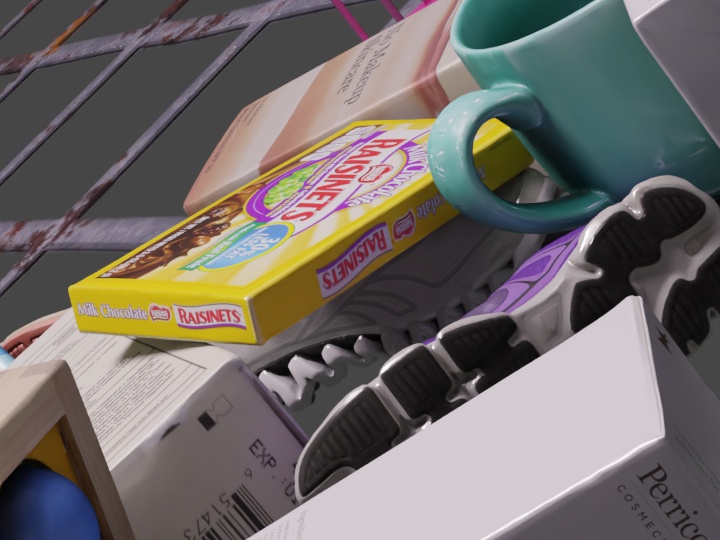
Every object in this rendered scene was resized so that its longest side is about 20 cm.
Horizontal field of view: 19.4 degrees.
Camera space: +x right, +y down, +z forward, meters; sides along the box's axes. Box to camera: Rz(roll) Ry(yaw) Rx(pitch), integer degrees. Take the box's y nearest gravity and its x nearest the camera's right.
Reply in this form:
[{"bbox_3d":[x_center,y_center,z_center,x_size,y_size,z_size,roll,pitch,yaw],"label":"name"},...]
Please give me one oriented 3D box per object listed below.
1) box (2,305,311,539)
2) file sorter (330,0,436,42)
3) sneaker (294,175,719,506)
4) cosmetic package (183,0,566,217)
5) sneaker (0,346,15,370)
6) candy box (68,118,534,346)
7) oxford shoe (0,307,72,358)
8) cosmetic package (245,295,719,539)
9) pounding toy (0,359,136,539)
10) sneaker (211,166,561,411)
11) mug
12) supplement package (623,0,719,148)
[{"bbox_3d":[-0.099,0.102,0.881,0.128,0.109,0.200,-44,21,-14],"label":"box"},{"bbox_3d":[0.066,-0.221,1.241,0.200,0.126,0.139,-42,20,-6],"label":"file sorter"},{"bbox_3d":[0.061,0.043,0.811,0.199,0.081,0.083,-35,5,-15],"label":"sneaker"},{"bbox_3d":[0.021,-0.064,1.049,0.199,0.087,0.104,-25,23,33],"label":"cosmetic package"},{"bbox_3d":[-0.213,0.097,1.055,0.131,0.080,0.200,-46,48,-9],"label":"sneaker"},{"bbox_3d":[-0.020,-0.021,0.893,0.102,0.027,0.200,4,26,38],"label":"candy box"},{"bbox_3d":[-0.167,0.049,1.165,0.199,0.071,0.074,-24,23,35],"label":"oxford shoe"},{"bbox_3d":[0.033,0.112,0.639,0.199,0.108,0.085,-34,21,18],"label":"cosmetic package"},{"bbox_3d":[-0.123,0.155,0.655,0.141,0.185,0.200,-12,18,20],"label":"pounding toy"},{"bbox_3d":[0.000,0.000,0.966,0.199,0.081,0.075,-28,21,25],"label":"sneaker"},{"bbox_3d":[0.118,-0.089,0.891,0.185,0.115,0.152,-34,21,13],"label":"mug"},{"bbox_3d":[0.207,-0.100,0.707,0.199,0.156,0.111,-35,20,14],"label":"supplement package"}]
